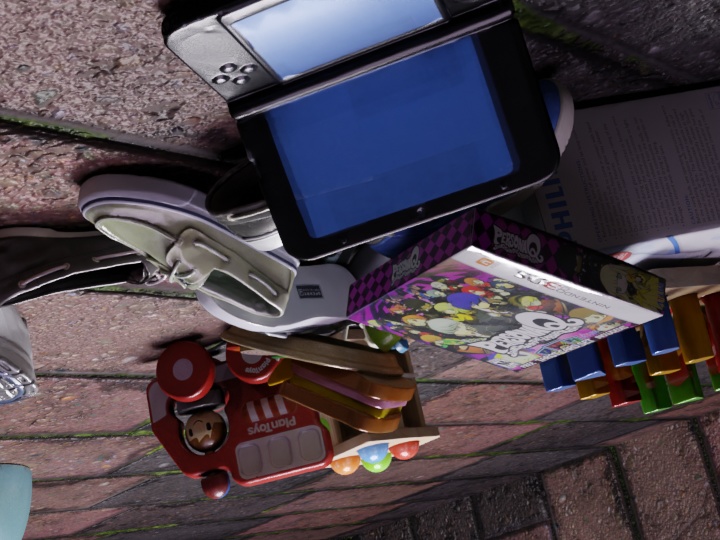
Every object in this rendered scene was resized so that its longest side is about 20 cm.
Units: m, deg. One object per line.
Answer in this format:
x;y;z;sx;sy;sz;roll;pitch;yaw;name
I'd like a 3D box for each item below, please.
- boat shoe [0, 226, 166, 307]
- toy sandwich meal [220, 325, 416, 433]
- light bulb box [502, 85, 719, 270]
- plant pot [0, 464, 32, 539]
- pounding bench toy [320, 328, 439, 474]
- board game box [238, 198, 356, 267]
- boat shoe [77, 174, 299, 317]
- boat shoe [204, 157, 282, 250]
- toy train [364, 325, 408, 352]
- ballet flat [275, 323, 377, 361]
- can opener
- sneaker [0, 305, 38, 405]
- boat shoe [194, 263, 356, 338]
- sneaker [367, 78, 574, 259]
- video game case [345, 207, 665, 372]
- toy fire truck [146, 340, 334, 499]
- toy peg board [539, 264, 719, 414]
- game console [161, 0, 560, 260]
-0.210;-0.003;0.969;0.197;0.058;0.067;-4;160;-27;boat shoe
-0.043;0.101;1.148;0.201;0.072;0.205;12;179;0;toy sandwich meal
0.211;-0.050;1.031;0.196;0.127;0.199;-11;162;-12;light bulb box
-0.566;0.372;1.702;0.196;0.137;0.201;-12;162;-4;plant pot
-0.019;0.183;1.505;0.123;0.159;0.199;3;156;-42;pounding bench toy
-0.060;-0.034;1.033;0.133;0.029;0.200;-8;161;-19;board game box
-0.127;-0.018;0.918;0.198;0.063;0.072;20;152;-34;boat shoe
-0.025;-0.079;0.853;0.198;0.072;0.063;-31;143;23;boat shoe
0.052;0.035;1.107;0.115;0.085;0.200;-33;174;14;toy train
-0.011;0.054;1.269;0.196;0.070;0.068;-14;167;0;ballet flat
0.000;0.000;1.143;0.052;0.067;0.200;-8;154;-35;can opener
-0.327;0.032;0.969;0.073;0.088;0.201;-12;144;2;sneaker
-0.082;0.026;1.047;0.067;0.073;0.199;-27;164;33;boat shoe
0.063;-0.083;0.898;0.110;0.078;0.199;20;133;-40;sneaker
0.110;0.023;0.943;0.179;0.036;0.199;19;155;-23;video game case
-0.140;0.162;1.333;0.197;0.171;0.112;-15;162;4;toy fire truck
0.269;0.073;1.084;0.197;0.100;0.199;-3;163;-37;toy peg board
0.006;-0.106;0.724;0.197;0.118;0.176;-18;162;13;game console
